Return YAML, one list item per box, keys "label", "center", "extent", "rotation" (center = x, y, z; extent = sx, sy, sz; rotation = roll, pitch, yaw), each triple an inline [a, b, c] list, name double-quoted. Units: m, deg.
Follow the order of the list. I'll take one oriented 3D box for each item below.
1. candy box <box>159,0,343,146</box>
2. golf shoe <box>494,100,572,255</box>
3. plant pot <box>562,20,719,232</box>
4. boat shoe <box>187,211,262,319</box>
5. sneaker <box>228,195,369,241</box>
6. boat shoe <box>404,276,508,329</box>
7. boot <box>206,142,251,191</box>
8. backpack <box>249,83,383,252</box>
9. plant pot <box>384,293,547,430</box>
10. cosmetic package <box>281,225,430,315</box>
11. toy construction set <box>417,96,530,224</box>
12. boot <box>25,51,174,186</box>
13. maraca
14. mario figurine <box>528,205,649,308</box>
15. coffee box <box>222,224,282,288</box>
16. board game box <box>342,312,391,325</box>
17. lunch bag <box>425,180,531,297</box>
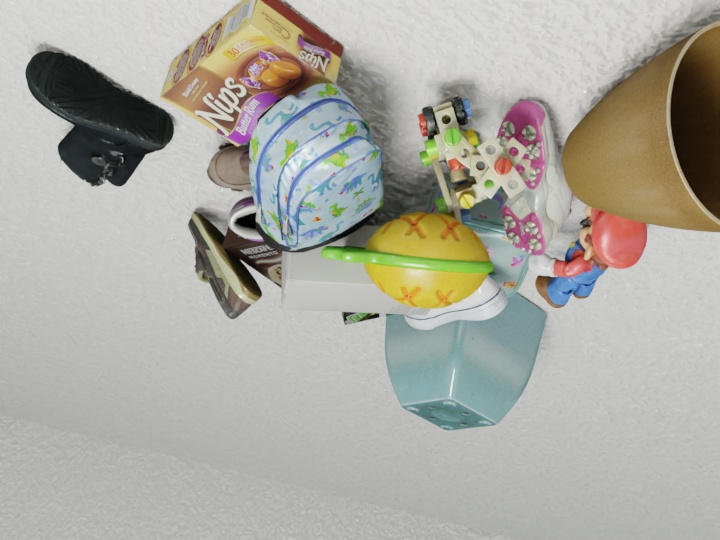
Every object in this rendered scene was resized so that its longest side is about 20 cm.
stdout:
- label: "candy box"
  center: [-0.125, -0.219, 0.971]
  extent: [0.116, 0.057, 0.198]
  rotation: [29, 148, -32]
- label: "golf shoe"
  center: [0.207, -0.116, 1.013]
  extent: [0.075, 0.091, 0.202]
  rotation: [32, 146, 37]
- label: "plant pot"
  center: [0.295, -0.120, 0.856]
  extent: [0.184, 0.189, 0.199]
  rotation: [25, 166, -23]
- label: "boat shoe"
  center: [-0.217, -0.009, 1.296]
  extent: [0.201, 0.066, 0.072]
  rotation: [50, -172, 36]
- label: "sneaker"
  center: [-0.074, -0.067, 1.137]
  extent: [0.196, 0.074, 0.114]
  rotation: [-8, -172, -3]
- label: "boat shoe"
  center: [0.119, 0.029, 1.181]
  extent: [0.199, 0.073, 0.067]
  rotation: [-15, 112, 54]
- label: "boot"
  center: [-0.097, -0.130, 1.127]
  extent: [0.197, 0.072, 0.145]
  rotation: [6, 176, -30]
- label: "backpack"
  center: [-0.046, -0.109, 0.949]
  extent: [0.161, 0.154, 0.202]
  rotation: [-25, 141, -13]
- label: "plant pot"
  center: [0.153, 0.137, 1.380]
  extent: [0.195, 0.203, 0.194]
  rotation: [31, 150, -32]
- label: "cosmetic package"
  center: [0.000, 0.000, 1.102]
  extent: [0.196, 0.086, 0.108]
  rotation: [5, 159, -10]
- label: "toy construction set"
  center: [0.113, -0.118, 0.961]
  extent: [0.091, 0.133, 0.200]
  rotation: [-17, -179, -10]
- label: "boot"
  center: [-0.360, -0.183, 1.129]
  extent: [0.198, 0.078, 0.167]
  rotation: [24, 149, -34]
- label: "maraca"
  center: [0.054, -0.013, 0.994]
  extent: [0.196, 0.109, 0.137]
  rotation: [5, -179, -1]
- label: "mario figurine"
  center: [0.285, -0.036, 1.088]
  extent: [0.105, 0.124, 0.201]
  rotation: [33, 152, 4]
- label: "coffee box"
  center: [-0.094, -0.027, 1.308]
  extent: [0.112, 0.081, 0.199]
  rotation: [-8, 147, 39]
- label: "board game box"
  center: [0.019, 0.009, 1.248]
  extent: [0.103, 0.024, 0.201]
  rotation: [-14, 146, -6]
- label: "lunch bag"
  center: [0.151, -0.037, 1.175]
  extent: [0.157, 0.078, 0.201]
  rotation: [12, 154, 3]
